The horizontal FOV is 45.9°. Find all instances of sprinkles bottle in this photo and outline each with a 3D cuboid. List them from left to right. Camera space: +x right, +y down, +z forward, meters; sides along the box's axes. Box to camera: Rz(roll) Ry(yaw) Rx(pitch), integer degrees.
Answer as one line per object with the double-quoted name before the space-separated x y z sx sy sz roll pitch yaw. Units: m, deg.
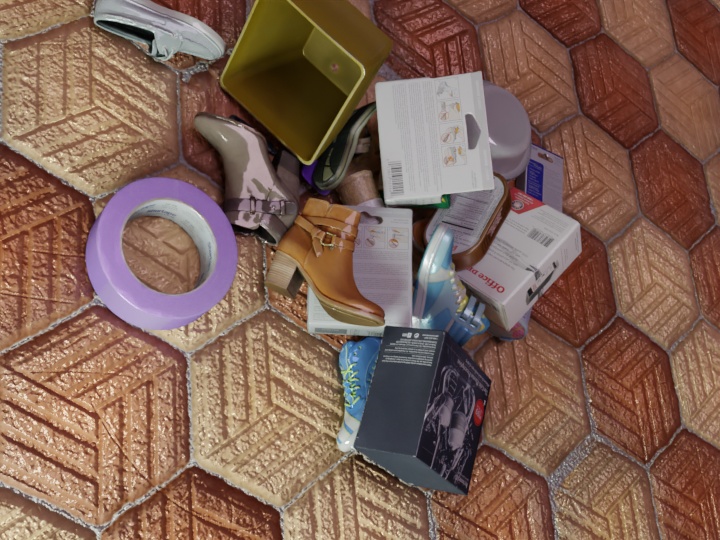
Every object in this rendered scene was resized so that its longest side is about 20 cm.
"sprinkles bottle" 0.023 -0.058 1.371 0.068 0.068 0.202 -18 82 -35

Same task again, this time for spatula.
"spatula" -0.125 -0.187 1.352 0.199 0.021 0.057 31 47 -17

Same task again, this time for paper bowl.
"paper bowl" 0.230 -0.254 1.552 0.198 0.104 0.204 11 68 -28

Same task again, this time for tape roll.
"tape roll" -0.272 -0.023 1.174 0.198 0.065 0.203 12 67 -29

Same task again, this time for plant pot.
"plant pot" -0.065 -0.325 1.329 0.200 0.200 0.176 42 40 6

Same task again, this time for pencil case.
"pencil case" 0.271 0.022 1.490 0.082 0.091 0.202 15 59 9

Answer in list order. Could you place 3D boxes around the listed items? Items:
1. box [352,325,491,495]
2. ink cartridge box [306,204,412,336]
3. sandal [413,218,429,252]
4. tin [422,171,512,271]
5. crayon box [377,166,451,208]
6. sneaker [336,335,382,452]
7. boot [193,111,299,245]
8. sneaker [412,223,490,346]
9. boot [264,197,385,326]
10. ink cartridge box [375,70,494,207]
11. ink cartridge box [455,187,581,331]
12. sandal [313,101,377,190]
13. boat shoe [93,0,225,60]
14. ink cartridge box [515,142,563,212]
"box" 0.097 0.206 1.238 0.200 0.103 0.184 44 56 -50
"ink cartridge box" 0.000 0.000 1.315 0.160 0.050 0.203 3 65 -2
"sandal" 0.180 -0.071 1.480 0.205 0.059 0.080 -11 79 -35
"tin" 0.176 -0.088 1.415 0.201 0.111 0.042 -58 144 -25
"crayon box" 0.101 -0.207 1.441 0.117 0.058 0.203 3 66 14
"sneaker" -0.006 0.173 1.276 0.105 0.076 0.201 37 49 -1
"boot" -0.177 -0.132 1.275 0.198 0.070 0.148 24 68 -18
"sneaker" 0.151 0.030 1.334 0.129 0.202 0.080 16 28 9
"boot" -0.029 -0.015 1.249 0.198 0.074 0.156 24 73 11
"ink cartridge box" 0.117 -0.210 1.362 0.173 0.045 0.203 -5 78 4
"ink cartridge box" 0.250 -0.021 1.416 0.200 0.083 0.146 -44 53 -16
"sandal" -0.019 -0.200 1.394 0.057 0.079 0.203 43 54 -29
"boat shoe" -0.303 -0.354 1.280 0.199 0.070 0.072 21 73 -20
"ink cartridge box" 0.341 -0.139 1.621 0.094 0.037 0.203 19 66 -24
